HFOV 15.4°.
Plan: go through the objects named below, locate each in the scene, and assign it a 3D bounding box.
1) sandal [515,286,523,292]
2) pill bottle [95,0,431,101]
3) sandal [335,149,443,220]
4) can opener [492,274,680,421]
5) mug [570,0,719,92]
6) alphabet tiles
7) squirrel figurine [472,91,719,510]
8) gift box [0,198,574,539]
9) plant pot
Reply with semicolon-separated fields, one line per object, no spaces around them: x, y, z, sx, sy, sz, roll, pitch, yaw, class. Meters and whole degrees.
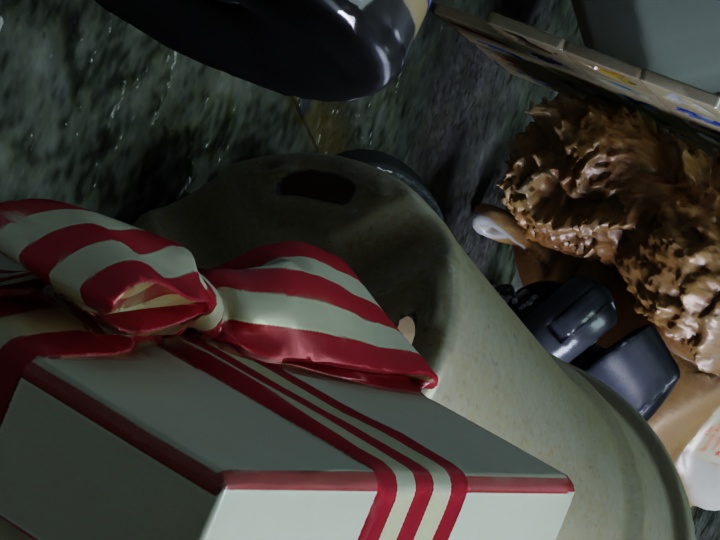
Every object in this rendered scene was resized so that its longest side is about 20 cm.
0.071;0.103;1.267;0.083;0.050;0.203;122;-16;-58;sandal
-0.003;-0.160;0.766;0.112;0.111;0.201;60;50;-66;pill bottle
0.000;0.000;1.022;0.075;0.045;0.200;-32;156;1;sandal
0.029;0.071;1.055;0.200;0.079;0.063;-36;167;18;can opener
0.168;-0.141;1.190;0.187;0.152;0.150;61;13;-79;mug
0.122;-0.070;1.122;0.006;0.166;0.200;-67;162;0;alphabet tiles
0.127;0.003;1.171;0.187;0.141;0.201;-118;-163;-48;squirrel figurine
-0.086;0.071;0.654;0.184;0.199;0.187;5;111;-63;gift box
-0.004;0.065;0.891;0.201;0.200;0.184;-63;149;-23;plant pot
